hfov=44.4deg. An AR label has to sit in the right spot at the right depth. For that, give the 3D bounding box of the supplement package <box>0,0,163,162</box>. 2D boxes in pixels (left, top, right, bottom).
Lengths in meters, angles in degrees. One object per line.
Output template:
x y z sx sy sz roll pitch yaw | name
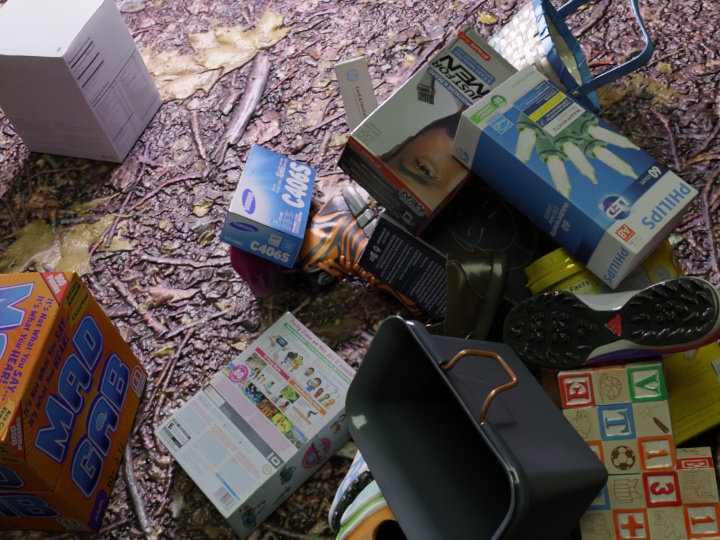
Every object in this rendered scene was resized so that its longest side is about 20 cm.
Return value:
-0.442 -0.293 1.336 0.188 0.202 0.149 9 54 22 | supplement package

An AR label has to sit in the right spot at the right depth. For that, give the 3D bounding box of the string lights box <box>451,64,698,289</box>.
0.191 -0.089 0.803 0.102 0.059 0.200 -38 68 -26 | string lights box

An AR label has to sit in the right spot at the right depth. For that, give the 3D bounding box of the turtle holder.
0.067 0.236 0.776 0.182 0.133 0.142 -1 38 -21 | turtle holder

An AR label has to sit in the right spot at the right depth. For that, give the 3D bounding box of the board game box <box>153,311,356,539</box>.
-0.100 0.161 0.948 0.199 0.065 0.147 -41 53 -16 | board game box

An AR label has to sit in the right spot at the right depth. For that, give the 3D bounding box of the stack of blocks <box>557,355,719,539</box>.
0.240 0.176 0.746 0.113 0.058 0.204 -9 91 20 | stack of blocks

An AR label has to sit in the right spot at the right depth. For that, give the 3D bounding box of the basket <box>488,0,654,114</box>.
0.270 -0.285 1.137 0.199 0.138 0.179 -30 41 34 | basket

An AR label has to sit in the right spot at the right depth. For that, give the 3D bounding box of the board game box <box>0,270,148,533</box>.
-0.382 0.144 0.956 0.196 0.201 0.202 -2 50 15 | board game box

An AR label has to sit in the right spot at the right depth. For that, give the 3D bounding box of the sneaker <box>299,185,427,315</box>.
0.000 0.000 1.053 0.112 0.078 0.201 -39 55 3 | sneaker

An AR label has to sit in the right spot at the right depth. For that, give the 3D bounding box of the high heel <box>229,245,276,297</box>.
-0.137 -0.069 1.126 0.066 0.097 0.203 -7 50 12 | high heel

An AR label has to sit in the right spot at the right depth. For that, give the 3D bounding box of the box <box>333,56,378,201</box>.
0.007 -0.180 1.077 0.040 0.159 0.200 -15 13 4 | box

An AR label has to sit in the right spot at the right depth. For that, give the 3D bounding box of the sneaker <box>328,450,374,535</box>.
0.027 0.181 0.898 0.072 0.072 0.201 -2 49 55 | sneaker

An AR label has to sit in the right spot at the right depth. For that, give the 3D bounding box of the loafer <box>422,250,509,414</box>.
0.087 0.072 0.853 0.070 0.073 0.204 17 98 9 | loafer

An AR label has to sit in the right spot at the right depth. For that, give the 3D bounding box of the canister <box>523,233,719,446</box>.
0.260 0.063 0.836 0.146 0.087 0.203 -19 80 -20 | canister

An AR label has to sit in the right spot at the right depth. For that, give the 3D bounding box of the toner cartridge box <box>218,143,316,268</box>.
-0.111 -0.085 1.097 0.093 0.044 0.201 20 29 -10 | toner cartridge box

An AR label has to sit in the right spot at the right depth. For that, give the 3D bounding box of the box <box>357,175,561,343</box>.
0.134 -0.050 0.960 0.195 0.124 0.201 33 62 3 | box

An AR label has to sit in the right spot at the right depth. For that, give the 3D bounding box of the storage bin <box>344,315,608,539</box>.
0.100 0.131 0.710 0.132 0.147 0.201 2 36 -35 | storage bin

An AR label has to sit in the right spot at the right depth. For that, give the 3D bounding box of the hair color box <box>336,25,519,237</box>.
0.082 -0.143 0.885 0.111 0.064 0.200 41 64 4 | hair color box

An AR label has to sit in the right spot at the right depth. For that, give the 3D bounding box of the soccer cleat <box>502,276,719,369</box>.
0.216 0.050 0.754 0.198 0.073 0.070 -13 68 38 | soccer cleat
